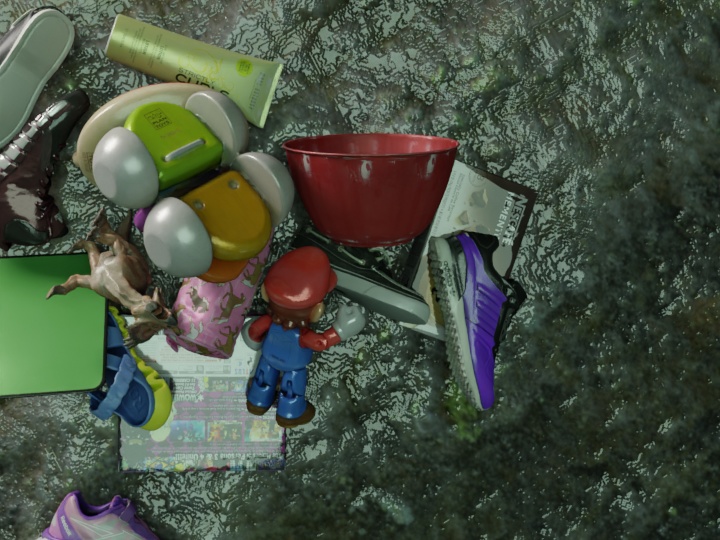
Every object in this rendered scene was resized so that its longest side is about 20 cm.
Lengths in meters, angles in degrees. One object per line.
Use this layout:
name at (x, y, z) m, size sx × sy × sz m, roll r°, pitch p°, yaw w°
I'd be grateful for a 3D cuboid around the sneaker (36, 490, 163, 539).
sneaker at (-0.270, 0.310, 1.277) m, size 0.197 × 0.080 × 0.090 m, roll 18°, pitch 83°, yaw -7°

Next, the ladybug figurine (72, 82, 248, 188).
ladybug figurine at (-0.225, -0.150, 1.242) m, size 0.196 × 0.072 × 0.138 m, roll -11°, pitch 126°, yaw -13°

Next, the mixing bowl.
mixing bowl at (0.012, -0.089, 1.234) m, size 0.196 × 0.200 × 0.111 m, roll -2°, pitch 102°, yaw -7°

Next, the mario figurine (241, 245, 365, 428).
mario figurine at (-0.066, 0.067, 1.235) m, size 0.121 × 0.106 × 0.203 m, roll 8°, pitch 113°, yaw -14°

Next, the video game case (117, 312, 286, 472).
video game case at (-0.184, 0.142, 1.295) m, size 0.196 × 0.036 × 0.185 m, roll 0°, pitch 92°, yaw -7°

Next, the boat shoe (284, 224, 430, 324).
boat shoe at (0.000, 0.000, 1.258) m, size 0.198 × 0.071 × 0.064 m, roll 24°, pitch 79°, yaw 27°

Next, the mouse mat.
mouse mat at (-0.356, 0.057, 1.214) m, size 0.158 × 0.008 × 0.202 m, roll -3°, pitch 49°, yaw -7°

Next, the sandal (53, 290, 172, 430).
sandal at (-0.293, 0.096, 1.227) m, size 0.200 × 0.087 × 0.080 m, roll 44°, pitch 109°, yaw 20°

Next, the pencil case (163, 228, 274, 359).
pencil case at (-0.156, 0.000, 1.248) m, size 0.082 × 0.086 × 0.203 m, roll 24°, pitch 75°, yaw -27°

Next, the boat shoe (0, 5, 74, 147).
boat shoe at (-0.397, -0.211, 1.236) m, size 0.074 × 0.060 × 0.201 m, roll 34°, pitch 91°, yaw -36°

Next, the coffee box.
coffee box at (0.120, -0.018, 1.303) m, size 0.111 × 0.080 × 0.203 m, roll 20°, pitch 91°, yaw -7°

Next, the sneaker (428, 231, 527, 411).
sneaker at (0.143, 0.053, 1.236) m, size 0.098 × 0.070 × 0.204 m, roll -13°, pitch 97°, yaw -8°

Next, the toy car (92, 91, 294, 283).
toy car at (-0.181, -0.076, 1.159) m, size 0.174 × 0.150 × 0.201 m, roll -33°, pitch 80°, yaw -37°

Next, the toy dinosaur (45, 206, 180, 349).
toy dinosaur at (-0.257, 0.013, 1.218) m, size 0.135 × 0.201 × 0.086 m, roll 37°, pitch 107°, yaw -19°

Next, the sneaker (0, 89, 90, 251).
sneaker at (-0.353, -0.102, 1.249) m, size 0.199 × 0.076 × 0.116 m, roll -41°, pitch 102°, yaw 7°

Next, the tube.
tube at (-0.191, -0.235, 1.268) m, size 0.197 × 0.058 × 0.053 m, roll 20°, pitch 46°, yaw -13°
